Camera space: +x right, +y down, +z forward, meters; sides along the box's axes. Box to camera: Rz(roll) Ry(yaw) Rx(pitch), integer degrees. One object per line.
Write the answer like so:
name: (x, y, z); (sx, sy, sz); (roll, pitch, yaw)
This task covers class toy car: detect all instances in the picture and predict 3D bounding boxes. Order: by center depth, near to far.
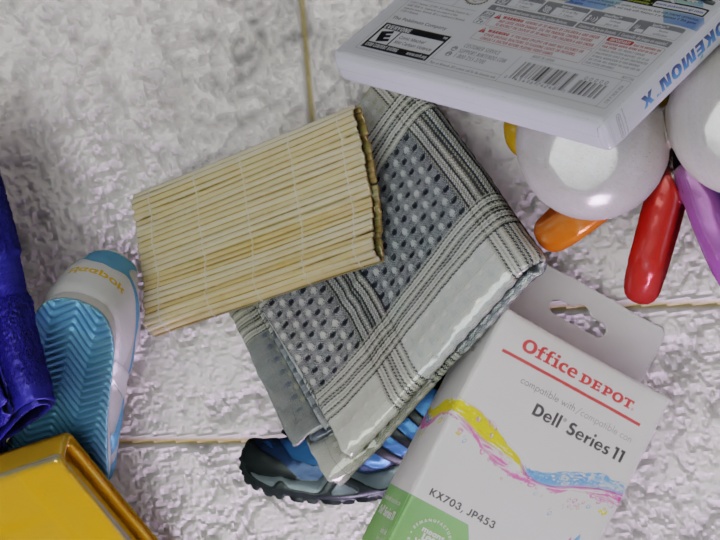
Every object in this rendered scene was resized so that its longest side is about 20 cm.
toy car: (0.184, -0.055, 1.139); (0.199, 0.175, 0.151); (-8, 102, 18)

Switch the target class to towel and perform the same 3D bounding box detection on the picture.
towel: (0.000, 0.000, 1.232); (0.200, 0.034, 0.193); (-49, 50, 21)
towel: (-0.254, 0.015, 1.298); (0.148, 0.049, 0.201); (-38, 64, 56)

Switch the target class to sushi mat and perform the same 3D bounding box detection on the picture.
sushi mat: (-0.067, -0.028, 1.266); (0.199, 0.012, 0.096); (-19, 74, 38)

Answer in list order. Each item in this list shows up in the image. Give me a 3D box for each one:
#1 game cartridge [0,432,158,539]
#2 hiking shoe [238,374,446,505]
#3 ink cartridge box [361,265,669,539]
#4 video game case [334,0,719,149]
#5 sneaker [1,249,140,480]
game cartridge: (-0.233, 0.194, 1.352); (0.199, 0.033, 0.177); (-17, 128, 22)
hiking shoe: (0.021, 0.095, 1.280); (0.199, 0.074, 0.087); (-5, 96, 7)
ink cartridge box: (0.100, 0.099, 1.204); (0.117, 0.067, 0.201); (28, 85, -7)
video game case: (0.113, -0.144, 1.112); (0.199, 0.182, 0.022); (19, 143, 44)
sneaker: (-0.181, 0.079, 1.336); (0.076, 0.081, 0.201); (21, 127, 3)
